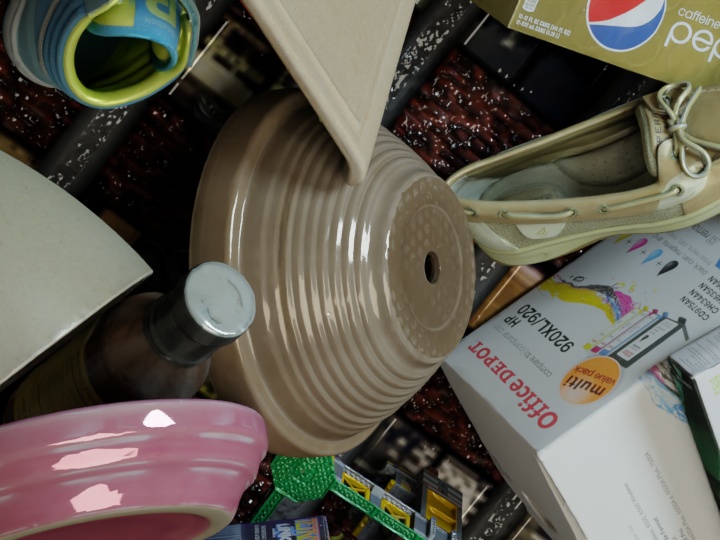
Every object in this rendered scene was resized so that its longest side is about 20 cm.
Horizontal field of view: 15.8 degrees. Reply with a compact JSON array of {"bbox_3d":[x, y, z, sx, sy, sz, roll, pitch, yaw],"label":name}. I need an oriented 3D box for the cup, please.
[{"bbox_3d":[-0.227,0.005,1.318,0.200,0.200,0.143,-37,92,-4],"label":"cup"}]

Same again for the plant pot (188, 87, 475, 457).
[{"bbox_3d":[0.000,0.000,1.388,0.201,0.092,0.202,7,82,-60],"label":"plant pot"}]

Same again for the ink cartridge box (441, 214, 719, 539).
[{"bbox_3d":[0.179,0.073,1.524,0.200,0.147,0.145,-35,121,-6],"label":"ink cartridge box"}]

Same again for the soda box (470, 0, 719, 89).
[{"bbox_3d":[0.165,-0.149,1.472,0.199,0.064,0.068,16,105,-28],"label":"soda box"}]

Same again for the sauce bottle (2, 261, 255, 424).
[{"bbox_3d":[-0.117,0.051,1.326,0.065,0.200,0.065,15,61,-29],"label":"sauce bottle"}]

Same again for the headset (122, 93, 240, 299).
[{"bbox_3d":[-0.088,0.006,1.443,0.123,0.094,0.201,-5,129,-24],"label":"headset"}]

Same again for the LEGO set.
[{"bbox_3d":[-0.028,0.169,1.521,0.153,0.116,0.200,25,108,-5],"label":"LEGO set"}]

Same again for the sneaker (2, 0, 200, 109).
[{"bbox_3d":[-0.101,-0.168,1.314,0.079,0.131,0.200,23,100,-29],"label":"sneaker"}]

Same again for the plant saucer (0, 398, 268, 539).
[{"bbox_3d":[-0.142,0.117,1.316,0.200,0.201,0.051,-7,74,-20],"label":"plant saucer"}]

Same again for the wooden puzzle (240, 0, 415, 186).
[{"bbox_3d":[-0.030,-0.171,1.329,0.037,0.185,0.200,-12,128,24],"label":"wooden puzzle"}]

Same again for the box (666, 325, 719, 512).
[{"bbox_3d":[0.267,0.099,1.468,0.144,0.036,0.200,-28,118,-10],"label":"box"}]

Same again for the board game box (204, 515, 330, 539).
[{"bbox_3d":[-0.091,0.244,1.435,0.165,0.057,0.201,-5,106,-3],"label":"board game box"}]

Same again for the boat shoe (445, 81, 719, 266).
[{"bbox_3d":[0.146,-0.061,1.455,0.200,0.073,0.063,-17,147,22],"label":"boat shoe"}]
